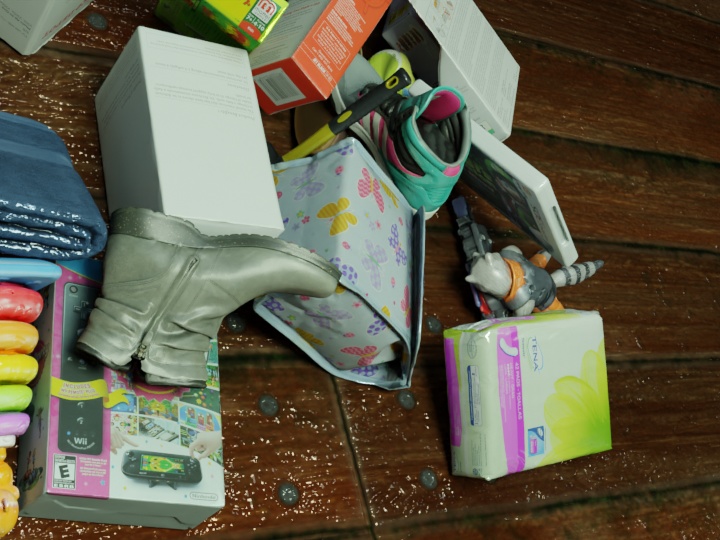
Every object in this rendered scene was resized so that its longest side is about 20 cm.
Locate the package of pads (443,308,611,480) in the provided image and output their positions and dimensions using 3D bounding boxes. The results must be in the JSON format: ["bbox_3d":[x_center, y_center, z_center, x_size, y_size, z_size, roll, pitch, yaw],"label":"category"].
[{"bbox_3d":[0.175,0.122,1.090,0.199,0.068,0.156,-3,89,-40],"label":"package of pads"}]

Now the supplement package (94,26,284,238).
[{"bbox_3d":[-0.162,-0.100,0.963,0.116,0.117,0.201,6,59,-35],"label":"supplement package"}]

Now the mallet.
[{"bbox_3d":[-0.039,-0.145,1.046,0.066,0.200,0.041,55,18,18],"label":"mallet"}]

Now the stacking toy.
[{"bbox_3d":[-0.279,0.094,0.769,0.109,0.116,0.201,0,77,-45],"label":"stacking toy"}]

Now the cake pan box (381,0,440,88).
[{"bbox_3d":[0.113,-0.272,1.303,0.200,0.052,0.185,47,34,-23],"label":"cake pan box"}]

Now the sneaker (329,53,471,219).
[{"bbox_3d":[0.044,-0.162,1.063,0.083,0.121,0.201,-23,78,-38],"label":"sneaker"}]

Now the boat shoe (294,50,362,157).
[{"bbox_3d":[-0.026,-0.203,1.173,0.070,0.070,0.201,40,47,-48],"label":"boat shoe"}]

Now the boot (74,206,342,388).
[{"bbox_3d":[-0.119,0.035,0.839,0.199,0.068,0.131,12,76,-16],"label":"boot"}]

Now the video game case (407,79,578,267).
[{"bbox_3d":[0.145,-0.103,1.140,0.200,0.023,0.182,45,-3,32],"label":"video game case"}]

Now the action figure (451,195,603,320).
[{"bbox_3d":[0.183,-0.007,1.194,0.193,0.104,0.201,2,65,-50],"label":"action figure"}]

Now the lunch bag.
[{"bbox_3d":[0.000,0.000,1.014,0.200,0.127,0.170,48,37,-45],"label":"lunch bag"}]

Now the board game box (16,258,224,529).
[{"bbox_3d":[-0.192,0.098,0.849,0.147,0.064,0.201,14,54,-32],"label":"board game box"}]

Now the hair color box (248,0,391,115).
[{"bbox_3d":[-0.037,-0.259,1.094,0.061,0.101,0.201,47,59,-30],"label":"hair color box"}]

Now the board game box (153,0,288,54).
[{"bbox_3d":[-0.142,-0.257,1.033,0.101,0.200,0.048,36,84,-14],"label":"board game box"}]

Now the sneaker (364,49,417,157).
[{"bbox_3d":[0.052,-0.146,1.196,0.105,0.075,0.201,20,68,-57],"label":"sneaker"}]

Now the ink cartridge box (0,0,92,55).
[{"bbox_3d":[-0.268,-0.314,0.960,0.087,0.200,0.146,37,46,-8],"label":"ink cartridge box"}]

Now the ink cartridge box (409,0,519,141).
[{"bbox_3d":[0.104,-0.254,1.176,0.200,0.050,0.161,47,34,-23],"label":"ink cartridge box"}]

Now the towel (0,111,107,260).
[{"bbox_3d":[-0.277,-0.073,0.843,0.111,0.049,0.200,12,22,-35],"label":"towel"}]
